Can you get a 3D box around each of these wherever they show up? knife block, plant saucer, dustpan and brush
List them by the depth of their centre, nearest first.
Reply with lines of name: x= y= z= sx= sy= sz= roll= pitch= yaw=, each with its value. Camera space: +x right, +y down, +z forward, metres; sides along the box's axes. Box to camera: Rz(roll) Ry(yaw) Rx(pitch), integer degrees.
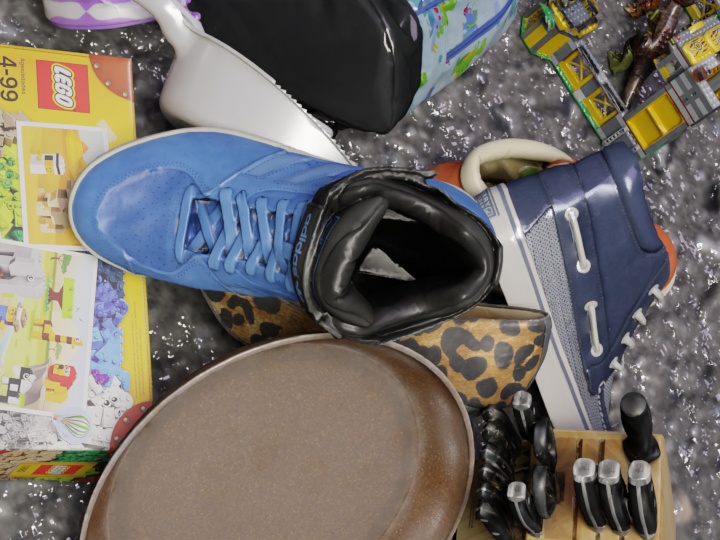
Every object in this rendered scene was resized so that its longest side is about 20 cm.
plant saucer: x=-0.040 y=0.109 z=0.711 sx=0.198 sy=0.202 sz=0.032 roll=1 pitch=30 yaw=-28
dustpan and brush: x=-0.073 y=-0.097 z=0.754 sx=0.199 sy=0.139 sz=0.058 roll=33 pitch=85 yaw=-26
knife block: x=0.135 y=0.123 z=0.770 sx=0.198 sy=0.175 sz=0.065 roll=21 pitch=63 yaw=-26

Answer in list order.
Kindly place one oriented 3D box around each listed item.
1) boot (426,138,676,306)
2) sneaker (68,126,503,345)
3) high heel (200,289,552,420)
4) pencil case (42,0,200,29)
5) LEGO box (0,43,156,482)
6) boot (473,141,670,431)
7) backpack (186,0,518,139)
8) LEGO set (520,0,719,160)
boot: x=0.120 y=-0.023 z=0.871 sx=0.198 sy=0.107 sz=0.076 roll=10 pitch=64 yaw=-26
sneaker: x=-0.034 y=-0.018 z=0.661 sx=0.197 sy=0.111 sz=0.078 roll=9 pitch=97 yaw=-6
high heel: x=0.000 y=0.000 z=0.771 sx=0.201 sy=0.142 sz=0.071 roll=51 pitch=30 yaw=-7
pencil case: x=-0.129 y=-0.220 z=0.769 sx=0.084 sy=0.202 sz=0.084 roll=0 pitch=23 yaw=6
LEGO box: x=-0.184 y=-0.003 z=0.717 sx=0.147 sy=0.077 sz=0.202 roll=3 pitch=69 yaw=-27
boot: x=0.131 y=0.028 z=0.813 sx=0.073 sy=0.089 sz=0.201 roll=-103 pitch=171 yaw=-53
backpack: x=0.017 y=-0.174 z=0.854 sx=0.162 sy=0.155 sz=0.199 roll=26 pitch=28 yaw=30
LEGO set: x=0.215 y=-0.163 z=0.968 sx=0.198 sy=0.116 sz=0.155 roll=-20 pitch=81 yaw=-32
